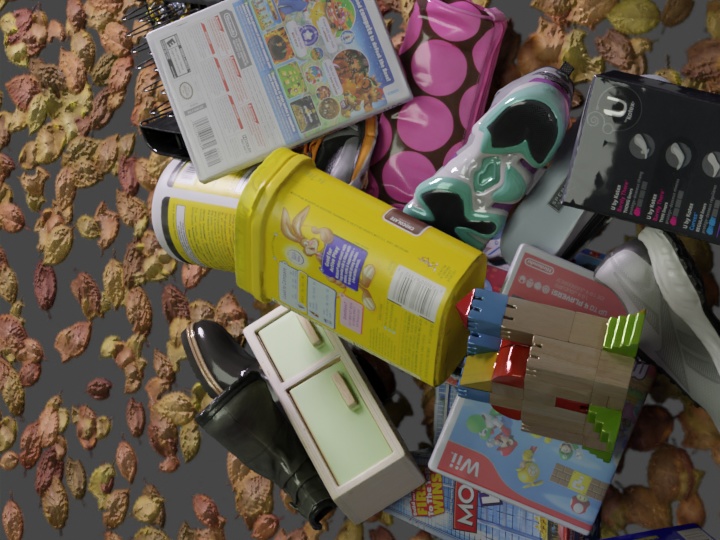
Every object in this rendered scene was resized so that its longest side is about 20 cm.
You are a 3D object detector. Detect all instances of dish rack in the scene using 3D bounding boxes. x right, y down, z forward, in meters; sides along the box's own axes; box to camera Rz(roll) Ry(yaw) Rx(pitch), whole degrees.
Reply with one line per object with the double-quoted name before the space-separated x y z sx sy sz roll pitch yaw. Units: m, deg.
"dish rack" -0.160 -0.200 1.638 0.153 0.055 0.200 12 126 44

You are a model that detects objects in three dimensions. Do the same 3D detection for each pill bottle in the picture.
"pill bottle" -0.089 -0.049 1.668 0.200 0.112 0.113 11 97 36

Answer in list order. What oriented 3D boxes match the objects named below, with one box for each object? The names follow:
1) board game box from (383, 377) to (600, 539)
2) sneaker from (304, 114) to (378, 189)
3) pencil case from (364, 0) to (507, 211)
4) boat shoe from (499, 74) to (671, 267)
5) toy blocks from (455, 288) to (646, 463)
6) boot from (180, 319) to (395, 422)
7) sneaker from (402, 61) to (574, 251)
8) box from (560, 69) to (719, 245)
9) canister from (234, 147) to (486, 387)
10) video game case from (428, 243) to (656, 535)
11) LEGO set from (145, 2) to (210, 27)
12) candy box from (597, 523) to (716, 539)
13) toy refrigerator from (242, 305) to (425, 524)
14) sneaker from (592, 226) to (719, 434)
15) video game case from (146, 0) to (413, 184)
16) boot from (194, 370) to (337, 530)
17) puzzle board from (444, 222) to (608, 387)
"board game box" 0.111 0.167 1.554 0.200 0.062 0.200 4 93 36
"sneaker" -0.028 -0.134 1.591 0.078 0.077 0.200 113 162 -44
"pencil case" 0.071 -0.144 1.563 0.094 0.091 0.200 18 99 38
"boat shoe" 0.199 -0.074 1.478 0.074 0.068 0.199 39 101 25
"toy blocks" 0.137 0.077 1.354 0.137 0.200 0.100 13 68 9
"boot" -0.066 0.093 1.686 0.200 0.077 0.138 48 113 11
"sneaker" 0.119 -0.096 1.503 0.078 0.140 0.200 42 123 -5
"box" 0.268 -0.080 1.357 0.200 0.122 0.106 15 101 11
"canister" 0.000 0.000 1.490 0.200 0.087 0.149 28 145 17
"video game case" 0.158 0.096 1.444 0.143 0.017 0.200 23 90 0
"LEGO set" -0.136 -0.241 1.695 0.154 0.116 0.200 -40 68 30
"candy box" 0.204 0.308 1.420 0.077 0.169 0.200 41 115 33
"toy refrigerator" -0.026 0.118 1.577 0.076 0.070 0.200 -32 55 2
"sneaker" 0.254 0.061 1.408 0.079 0.074 0.200 -28 95 15
"video game case" -0.071 -0.177 1.543 0.200 0.018 0.143 -22 83 8
"boot" -0.069 0.163 1.559 0.068 0.200 0.131 -41 75 -2
"puzzle board" 0.146 0.043 1.514 0.200 0.017 0.151 19 80 32
